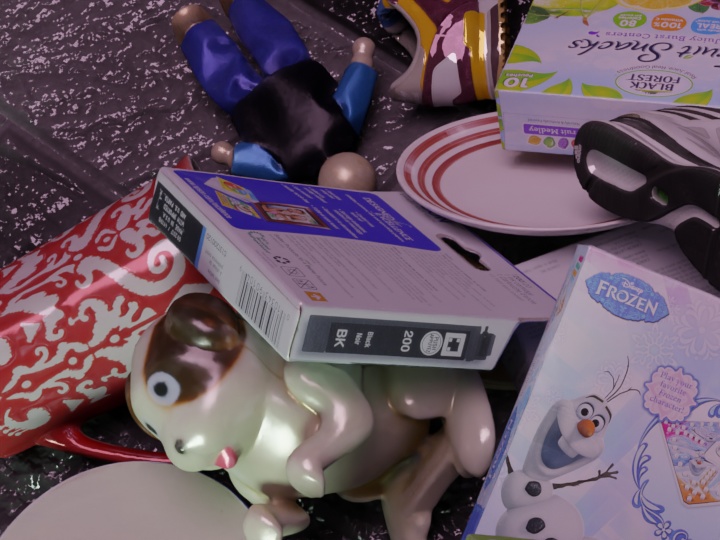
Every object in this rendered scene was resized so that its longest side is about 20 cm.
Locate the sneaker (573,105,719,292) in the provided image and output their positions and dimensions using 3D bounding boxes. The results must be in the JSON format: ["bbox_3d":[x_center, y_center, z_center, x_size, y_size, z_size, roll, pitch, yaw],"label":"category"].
[{"bbox_3d":[0.235,-0.051,1.675,0.115,0.076,0.200,-22,43,-35],"label":"sneaker"}]

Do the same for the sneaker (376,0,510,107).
[{"bbox_3d":[0.054,-0.204,1.905,0.090,0.075,0.201,-5,59,5],"label":"sneaker"}]

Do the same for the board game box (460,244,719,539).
[{"bbox_3d":[0.184,0.113,1.623,0.199,0.043,0.200,22,91,-5],"label":"board game box"}]

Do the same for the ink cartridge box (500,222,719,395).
[{"bbox_3d":[0.184,0.070,1.721,0.160,0.047,0.201,-19,72,-18],"label":"ink cartridge box"}]

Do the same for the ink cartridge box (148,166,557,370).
[{"bbox_3d":[0.000,0.000,1.674,0.199,0.044,0.198,3,23,-32],"label":"ink cartridge box"}]

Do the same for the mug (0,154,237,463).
[{"bbox_3d":[-0.161,0.045,1.785,0.199,0.134,0.178,-26,56,2],"label":"mug"}]

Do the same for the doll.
[{"bbox_3d":[-0.048,-0.119,1.896,0.136,0.049,0.200,-32,58,-5],"label":"doll"}]

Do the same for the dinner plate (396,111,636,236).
[{"bbox_3d":[0.123,-0.060,1.787,0.199,0.024,0.200,-3,26,1],"label":"dinner plate"}]

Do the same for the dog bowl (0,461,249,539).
[{"bbox_3d":[-0.136,0.221,1.705,0.199,0.079,0.201,-6,60,10],"label":"dog bowl"}]

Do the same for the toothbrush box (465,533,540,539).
[{"bbox_3d":[0.137,0.233,1.524,0.086,0.199,0.146,34,110,53],"label":"toothbrush box"}]

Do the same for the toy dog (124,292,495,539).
[{"bbox_3d":[-0.040,0.072,1.673,0.199,0.140,0.195,6,62,-25],"label":"toy dog"}]

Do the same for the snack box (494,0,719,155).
[{"bbox_3d":[0.201,-0.129,1.813,0.199,0.053,0.142,5,40,16],"label":"snack box"}]

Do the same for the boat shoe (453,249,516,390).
[{"bbox_3d":[0.049,0.019,1.782,0.199,0.066,0.074,16,65,20],"label":"boat shoe"}]
